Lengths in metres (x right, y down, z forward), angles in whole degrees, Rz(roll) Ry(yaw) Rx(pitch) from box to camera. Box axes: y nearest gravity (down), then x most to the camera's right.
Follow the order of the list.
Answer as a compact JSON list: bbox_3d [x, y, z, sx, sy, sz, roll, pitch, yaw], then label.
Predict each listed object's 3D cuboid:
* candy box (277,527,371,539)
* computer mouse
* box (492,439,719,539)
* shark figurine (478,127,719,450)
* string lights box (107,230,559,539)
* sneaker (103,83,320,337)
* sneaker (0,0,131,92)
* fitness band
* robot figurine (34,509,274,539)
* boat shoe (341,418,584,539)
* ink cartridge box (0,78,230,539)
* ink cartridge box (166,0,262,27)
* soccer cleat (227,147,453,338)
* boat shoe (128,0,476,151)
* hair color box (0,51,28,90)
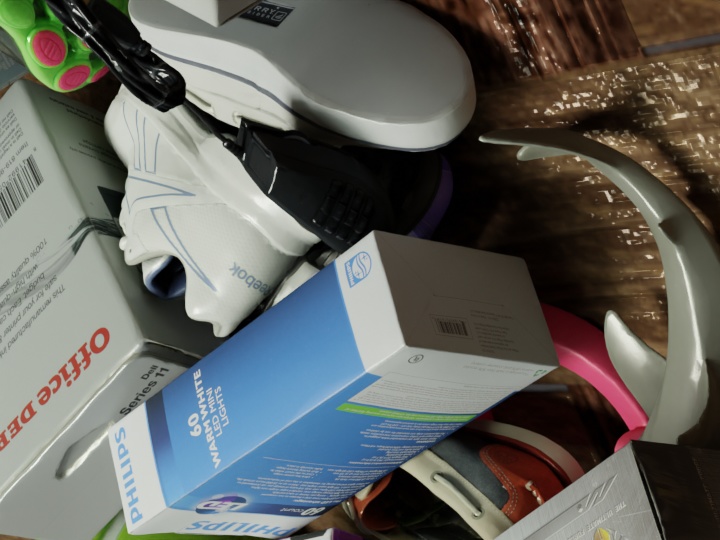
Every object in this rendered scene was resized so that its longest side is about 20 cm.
[{"bbox_3d":[-0.033,0.196,0.957,0.136,0.061,0.199,24,150,-36],"label":"candy box"},{"bbox_3d":[-0.050,-0.065,0.742,0.200,0.034,0.059,37,-167,-38],"label":"computer mouse"},{"bbox_3d":[0.113,0.144,0.762,0.200,0.158,0.049,-43,51,39],"label":"box"},{"bbox_3d":[0.127,0.033,0.730,0.127,0.090,0.216,-5,111,26],"label":"shark figurine"},{"bbox_3d":[-0.017,0.061,0.829,0.200,0.102,0.059,-36,59,36],"label":"string lights box"},{"bbox_3d":[-0.091,-0.037,0.882,0.074,0.087,0.200,36,-178,-33],"label":"sneaker"},{"bbox_3d":[-0.185,-0.149,0.875,0.084,0.077,0.200,39,-172,34],"label":"sneaker"},{"bbox_3d":[0.103,0.105,0.884,0.143,0.037,0.201,13,131,45],"label":"fitness band"},{"bbox_3d":[-0.119,0.196,1.128,0.199,0.175,0.116,28,104,5],"label":"robot figurine"},{"bbox_3d":[0.026,0.108,0.894,0.199,0.062,0.071,7,129,51],"label":"boat shoe"},{"bbox_3d":[-0.163,0.023,0.943,0.147,0.083,0.201,-44,52,20],"label":"ink cartridge box"},{"bbox_3d":[-0.110,-0.216,0.776,0.199,0.083,0.146,30,141,28],"label":"ink cartridge box"},{"bbox_3d":[0.000,0.000,0.887,0.073,0.069,0.200,22,142,-21],"label":"soccer cleat"},{"bbox_3d":[-0.026,-0.086,0.819,0.199,0.072,0.066,19,146,34],"label":"boat shoe"},{"bbox_3d":[-0.245,-0.098,0.939,0.099,0.200,0.061,-10,114,52],"label":"hair color box"}]
